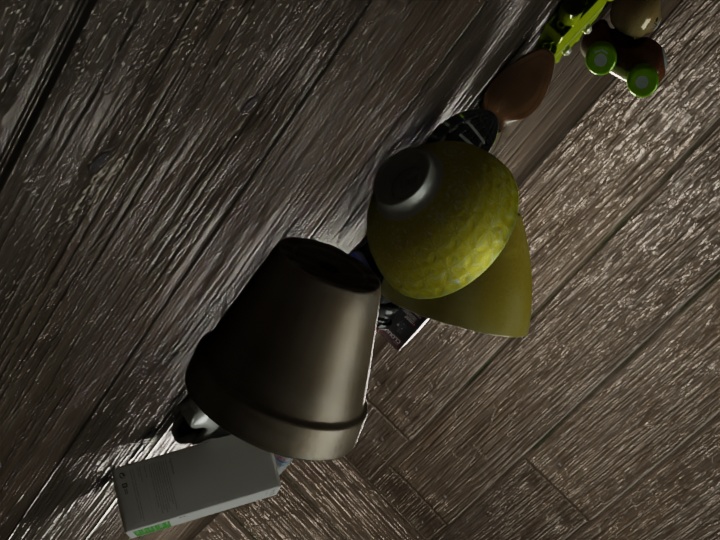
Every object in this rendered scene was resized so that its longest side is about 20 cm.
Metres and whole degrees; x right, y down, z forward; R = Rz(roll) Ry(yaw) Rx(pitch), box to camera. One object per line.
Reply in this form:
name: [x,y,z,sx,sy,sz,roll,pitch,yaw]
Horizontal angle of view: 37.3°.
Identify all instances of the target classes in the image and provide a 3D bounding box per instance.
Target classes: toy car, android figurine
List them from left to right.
android figurine: [0.304,-0.353,1.507,0.182,0.041,0.200,-46,172,-9]
toy car: [0.489,-0.429,1.848,0.202,0.156,0.165,-63,179,27]

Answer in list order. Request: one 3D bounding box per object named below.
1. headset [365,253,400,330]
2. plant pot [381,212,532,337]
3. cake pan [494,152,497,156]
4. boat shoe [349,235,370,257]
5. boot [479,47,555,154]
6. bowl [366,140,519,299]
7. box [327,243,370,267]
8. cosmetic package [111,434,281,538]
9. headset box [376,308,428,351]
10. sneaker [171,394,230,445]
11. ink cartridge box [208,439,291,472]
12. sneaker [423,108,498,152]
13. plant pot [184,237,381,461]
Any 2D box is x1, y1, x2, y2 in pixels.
headset: [0.034,0.040,1.478,0.199,0.094,0.124,-32,151,-37]
plant pot: [0.136,-0.016,1.354,0.200,0.197,0.144,-21,127,-75]
cake pan: [0.169,-0.130,1.726,0.202,0.036,0.201,-60,169,-20]
boat shoe: [0.001,0.000,1.554,0.201,0.072,0.066,-51,163,24]
boot: [0.212,-0.241,1.512,0.200,0.070,0.146,-49,180,26]
bowl: [0.076,-0.080,1.253,0.200,0.200,0.108,-47,131,2]
box: [-0.061,0.061,1.339,0.200,0.041,0.120,-46,134,-20]
cosmetic package: [-0.206,0.267,1.352,0.197,0.086,0.108,-14,165,-11]
headset box: [0.062,0.010,1.620,0.201,0.148,0.075,-52,171,30]
sneaker: [-0.201,0.187,1.376,0.099,0.078,0.201,-36,163,-17]
ink cartridge box: [-0.135,0.201,1.502,0.200,0.145,0.084,-51,172,35]
sneaker: [0.102,-0.139,1.399,0.200,0.074,0.081,-42,-178,21]
plant pot: [-0.062,0.070,1.115,0.175,0.198,0.200,-65,167,19]
